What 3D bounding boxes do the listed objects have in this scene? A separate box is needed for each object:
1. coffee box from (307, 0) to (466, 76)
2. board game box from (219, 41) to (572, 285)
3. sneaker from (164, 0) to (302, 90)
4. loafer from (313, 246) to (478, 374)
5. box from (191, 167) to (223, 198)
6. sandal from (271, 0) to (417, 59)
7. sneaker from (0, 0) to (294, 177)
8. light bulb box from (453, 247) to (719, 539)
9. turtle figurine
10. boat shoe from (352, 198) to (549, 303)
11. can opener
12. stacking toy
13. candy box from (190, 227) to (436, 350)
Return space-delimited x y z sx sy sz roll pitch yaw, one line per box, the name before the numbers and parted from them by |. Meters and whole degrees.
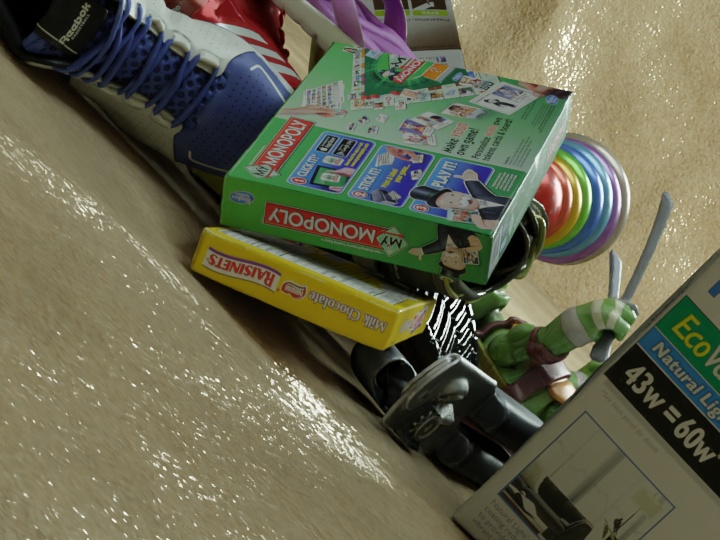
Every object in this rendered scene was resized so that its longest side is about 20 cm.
coffee box | 0.018 -0.081 1.746 0.200 0.080 0.114 -99 -169 -48
board game box | 0.022 -0.058 1.493 0.135 0.029 0.200 12 26 11
sneaker | -0.069 -0.126 1.660 0.116 0.078 0.200 59 22 1
loafer | 0.000 0.000 1.633 0.200 0.071 0.073 61 28 -17
box | -0.068 -0.092 1.779 0.050 0.075 0.200 45 4 -16
sandal | 0.000 -0.147 1.637 0.203 0.050 0.082 46 20 -3
sneaker | -0.129 -0.114 1.504 0.199 0.081 0.115 38 10 -10
light bulb box | 0.178 0.079 1.502 0.125 0.200 0.198 46 21 4
turtle figurine | 0.149 0.069 1.748 0.144 0.200 0.194 -38 -107 54
boat shoe | 0.062 -0.016 1.576 0.060 0.072 0.202 19 8 22
can opener | 0.049 0.071 1.581 0.067 0.053 0.200 49 5 21
stacking toy | 0.111 -0.043 1.808 0.085 0.085 0.200 47 11 7
candy box | -0.020 0.007 1.478 0.102 0.026 0.200 21 3 6
